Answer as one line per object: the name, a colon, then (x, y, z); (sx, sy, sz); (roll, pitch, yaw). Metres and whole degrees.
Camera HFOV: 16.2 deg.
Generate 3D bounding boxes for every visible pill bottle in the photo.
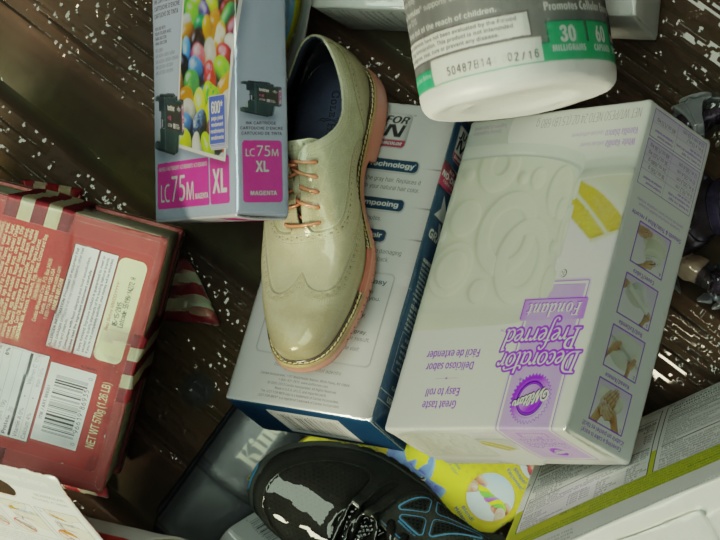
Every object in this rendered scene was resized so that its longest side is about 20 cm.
pill bottle: (0.074, -0.191, 1.417); (0.113, 0.113, 0.200); (-11, 85, 16)

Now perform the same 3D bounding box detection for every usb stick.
usb stick: (-0.056, 0.097, 1.576); (0.055, 0.033, 0.200); (37, 98, 9)

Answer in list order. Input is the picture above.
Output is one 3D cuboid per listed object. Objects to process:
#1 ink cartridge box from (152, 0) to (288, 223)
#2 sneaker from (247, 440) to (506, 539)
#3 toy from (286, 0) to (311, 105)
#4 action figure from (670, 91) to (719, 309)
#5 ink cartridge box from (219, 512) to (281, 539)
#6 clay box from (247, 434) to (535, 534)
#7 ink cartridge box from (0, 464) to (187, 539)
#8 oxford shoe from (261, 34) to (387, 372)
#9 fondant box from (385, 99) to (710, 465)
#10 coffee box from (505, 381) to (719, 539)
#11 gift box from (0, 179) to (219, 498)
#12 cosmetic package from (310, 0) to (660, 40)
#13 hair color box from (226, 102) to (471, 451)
ink cartridge box: (-0.083, -0.128, 1.470); (0.042, 0.119, 0.200); (2, 88, -28)
sneaker: (0.027, 0.159, 1.462); (0.200, 0.082, 0.073); (24, 98, 3)
toy: (-0.069, -0.184, 1.533); (0.115, 0.047, 0.200); (36, 114, 58)
action figure: (0.225, -0.036, 1.463); (0.200, 0.069, 0.130); (3, 121, 44)
ink cartridge box: (-0.082, 0.248, 1.553); (0.099, 0.039, 0.200); (44, 125, 14)
clay box: (0.046, 0.114, 1.528); (0.200, 0.048, 0.115); (-36, 84, 5)
ink cartridge box: (-0.172, 0.147, 1.467); (0.162, 0.200, 0.050); (9, 55, 38)
oxford shoe: (-0.033, -0.041, 1.464); (0.071, 0.074, 0.200); (-6, 65, 22)
fondant box: (0.106, 0.009, 1.435); (0.144, 0.058, 0.200); (-4, 64, 47)
coffee box: (0.215, 0.180, 1.389); (0.200, 0.198, 0.200); (-26, 97, 15)
gift box: (-0.195, 0.043, 1.546); (0.200, 0.187, 0.185); (20, 92, -3)
cosmetic package: (0.080, -0.199, 1.519); (0.200, 0.085, 0.108); (2, 86, 18)
hair color box: (0.000, 0.000, 1.511); (0.100, 0.061, 0.200); (8, 72, 26)
